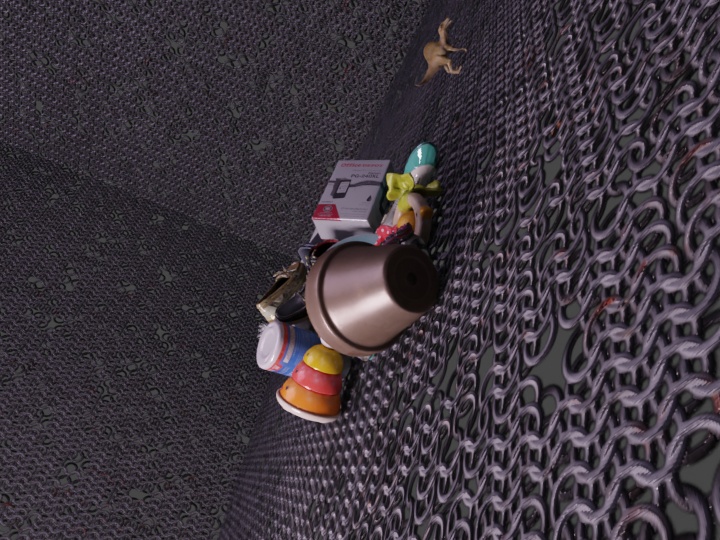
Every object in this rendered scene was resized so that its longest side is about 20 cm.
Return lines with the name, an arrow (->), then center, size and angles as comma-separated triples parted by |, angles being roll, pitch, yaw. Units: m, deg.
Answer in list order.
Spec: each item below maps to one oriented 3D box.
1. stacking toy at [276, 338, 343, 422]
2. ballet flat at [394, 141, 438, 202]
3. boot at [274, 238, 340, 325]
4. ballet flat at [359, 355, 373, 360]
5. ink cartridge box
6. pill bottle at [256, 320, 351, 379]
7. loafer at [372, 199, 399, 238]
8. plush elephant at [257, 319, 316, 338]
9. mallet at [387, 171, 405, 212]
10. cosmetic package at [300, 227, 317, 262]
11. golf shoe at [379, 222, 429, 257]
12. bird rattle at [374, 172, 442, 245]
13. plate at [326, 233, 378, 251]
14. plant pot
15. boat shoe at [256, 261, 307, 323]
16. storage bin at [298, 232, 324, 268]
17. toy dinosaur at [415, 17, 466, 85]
stacking toy -> -0.084, 0.207, 1.396 | 0.146, 0.146, 0.200 | -122, 51, -80
ballet flat -> 0.127, -0.205, 1.481 | 0.200, 0.067, 0.070 | 124, 141, -56
boot -> -0.118, 0.025, 1.501 | 0.203, 0.073, 0.154 | -30, -39, -21
ballet flat -> -0.003, 0.125, 1.403 | 0.200, 0.072, 0.072 | -95, 28, -72
ink cartridge box -> -0.009, -0.170, 1.565 | 0.083, 0.145, 0.200 | 65, -144, -47
pill bottle -> -0.125, 0.193, 1.497 | 0.112, 0.200, 0.112 | -40, 40, 43
loafer -> 0.087, -0.105, 1.449 | 0.200, 0.075, 0.070 | -57, 0, 42
plush elephant -> -0.134, 0.142, 1.624 | 0.200, 0.155, 0.165 | -28, -51, -33
mallet -> 0.096, -0.177, 1.671 | 0.200, 0.041, 0.066 | 119, 172, -64
cosmetic package -> -0.076, -0.042, 1.950 | 0.165, 0.165, 0.200 | -91, 25, -67
golf shoe -> 0.063, -0.016, 1.244 | 0.073, 0.092, 0.200 | -37, 0, -24
bird rattle -> 0.087, -0.090, 1.300 | 0.163, 0.113, 0.200 | -120, 47, -58
plate -> 0.000, 0.000, 1.396 | 0.026, 0.200, 0.200 | 70, -153, -45
plant pot -> 0.033, 0.035, 1.089 | 0.175, 0.200, 0.200 | -22, 44, 54
boat shoe -> -0.188, 0.038, 1.603 | 0.073, 0.063, 0.200 | -25, 27, 35
storage bin -> -0.024, -0.048, 1.617 | 0.134, 0.200, 0.146 | -60, -36, -31
toy dinosaur -> 0.201, -0.524, 1.640 | 0.058, 0.101, 0.200 | 156, 136, -78
